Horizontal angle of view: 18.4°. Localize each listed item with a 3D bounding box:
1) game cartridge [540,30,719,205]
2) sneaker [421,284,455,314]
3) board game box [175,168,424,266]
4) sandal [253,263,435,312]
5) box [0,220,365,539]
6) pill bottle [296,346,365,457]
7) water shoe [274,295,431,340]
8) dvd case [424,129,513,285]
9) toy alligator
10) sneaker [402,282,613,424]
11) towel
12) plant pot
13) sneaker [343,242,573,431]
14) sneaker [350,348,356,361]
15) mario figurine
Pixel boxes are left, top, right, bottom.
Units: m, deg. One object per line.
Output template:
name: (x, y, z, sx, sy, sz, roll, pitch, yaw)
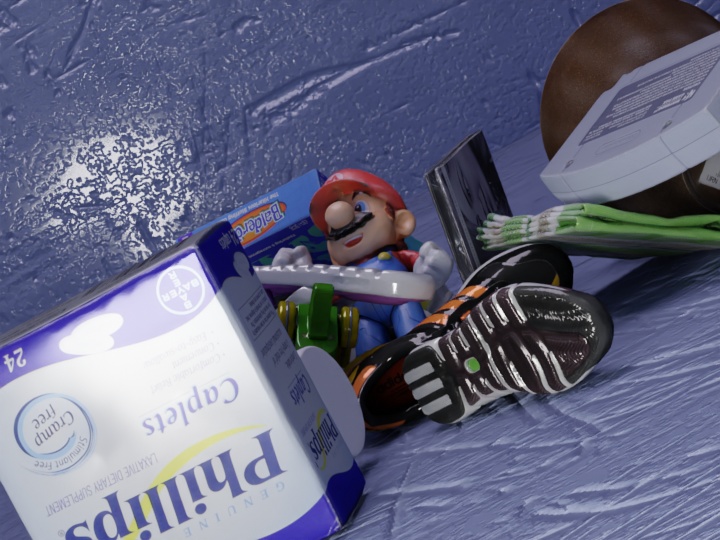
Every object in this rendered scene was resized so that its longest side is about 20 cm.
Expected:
game cartridge: (0.214, -0.108, 1.568, 0.133, 0.041, 0.200, -47, 13, -28)
sneaker: (-0.006, 0.052, 1.976, 0.200, 0.077, 0.075, -28, 7, 20)
board game box: (-0.045, -0.007, 1.973, 0.152, 0.045, 0.200, -26, -31, 23)
sandal: (-0.034, 0.022, 1.666, 0.202, 0.050, 0.082, 0, -6, 43)
box: (-0.125, 0.102, 1.394, 0.183, 0.200, 0.105, -27, 6, 10)
pill bottle: (-0.101, 0.128, 1.536, 0.200, 0.109, 0.109, -26, 5, 23)
water shoe: (-0.031, 0.040, 1.906, 0.199, 0.079, 0.072, -8, -34, 13)
dvd case: (0.101, -0.028, 1.783, 0.016, 0.149, 0.200, -18, 8, 17)
toy alligator: (-0.039, 0.069, 1.650, 0.059, 0.054, 0.200, 6, -24, -6)
sneaker: (0.121, 0.036, 1.480, 0.115, 0.076, 0.200, -28, 3, -37)
towel: (0.188, -0.032, 1.646, 0.149, 0.031, 0.200, 3, -4, -18)
plant pot: (0.260, -0.108, 1.742, 0.186, 0.187, 0.200, -28, 19, -5)
sneaker: (0.074, 0.054, 1.593, 0.200, 0.070, 0.090, -34, 8, 0)
sneaker: (-0.046, 0.080, 1.848, 0.200, 0.088, 0.076, -25, 7, 45)
mario figurine: (0.000, 0.000, 1.735, 0.123, 0.200, 0.106, -6, -36, -14)
